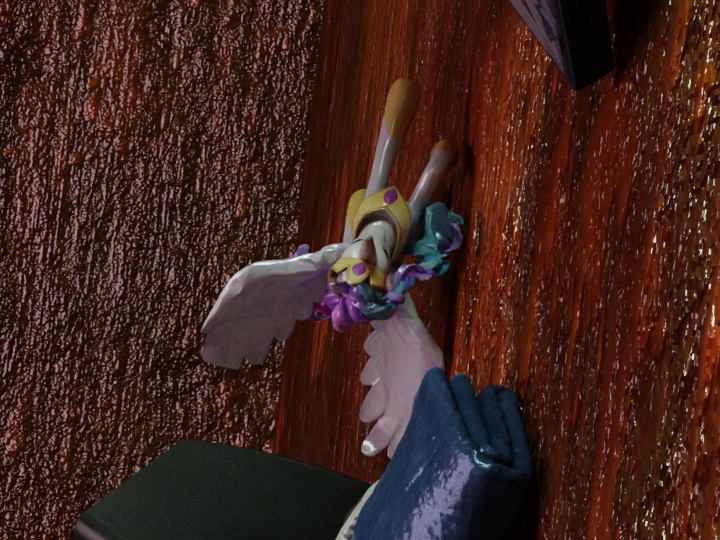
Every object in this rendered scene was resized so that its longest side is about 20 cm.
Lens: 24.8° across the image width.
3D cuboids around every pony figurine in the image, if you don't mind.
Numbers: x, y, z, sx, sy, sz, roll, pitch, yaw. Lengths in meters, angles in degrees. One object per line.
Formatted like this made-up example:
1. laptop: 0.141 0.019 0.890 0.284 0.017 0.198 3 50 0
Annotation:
1. pony figurine: 0.000 0.000 1.073 0.201 0.165 0.194 -67 -1 -49

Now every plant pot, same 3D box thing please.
1. plant pot: -0.114 0.249 1.257 0.199 0.176 0.202 -35 -37 -47

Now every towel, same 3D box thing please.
1. towel: 0.017 0.152 0.813 0.201 0.048 0.112 -62 13 17

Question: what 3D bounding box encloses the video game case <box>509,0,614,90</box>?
1. video game case: 0.037 -0.194 0.666 0.201 0.025 0.181 60 179 26

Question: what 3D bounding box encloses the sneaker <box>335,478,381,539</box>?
1. sneaker: 0.007 0.196 1.008 0.088 0.075 0.202 -94 13 -61
